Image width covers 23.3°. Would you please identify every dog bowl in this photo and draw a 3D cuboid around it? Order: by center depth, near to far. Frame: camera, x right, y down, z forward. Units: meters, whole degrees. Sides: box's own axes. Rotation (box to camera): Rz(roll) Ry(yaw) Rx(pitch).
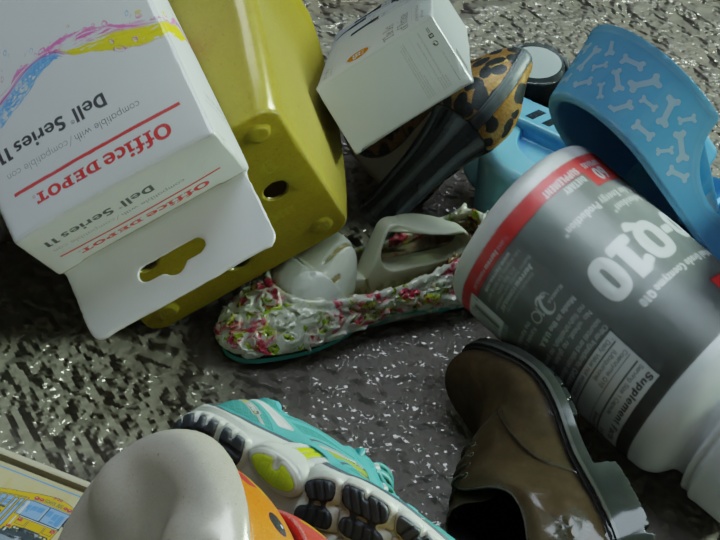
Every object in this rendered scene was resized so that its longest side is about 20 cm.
[{"bbox_3d":[0.180,-0.049,1.005,0.050,0.200,0.111,-42,21,-9],"label":"dog bowl"}]

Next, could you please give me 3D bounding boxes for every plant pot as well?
[{"bbox_3d":[-0.114,-0.090,1.008,0.199,0.200,0.177,-28,58,4],"label":"plant pot"}]

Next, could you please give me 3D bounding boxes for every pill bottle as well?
[{"bbox_3d":[0.157,0.035,0.957,0.200,0.114,0.113,43,42,19],"label":"pill bottle"}]

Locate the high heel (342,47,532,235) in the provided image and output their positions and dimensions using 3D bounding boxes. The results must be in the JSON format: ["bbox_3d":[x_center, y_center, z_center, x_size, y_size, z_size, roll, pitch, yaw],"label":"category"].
[{"bbox_3d":[0.057,-0.108,1.151,0.071,0.143,0.200,40,16,-16],"label":"high heel"}]

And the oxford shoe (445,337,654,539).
[{"bbox_3d":[0.076,0.101,0.908,0.084,0.073,0.200,-13,32,-12],"label":"oxford shoe"}]

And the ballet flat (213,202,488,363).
[{"bbox_3d":[0.000,0.000,1.050,0.198,0.065,0.076,-15,37,-33],"label":"ballet flat"}]

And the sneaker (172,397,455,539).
[{"bbox_3d":[-0.007,0.116,0.861,0.199,0.078,0.079,32,30,32],"label":"sneaker"}]

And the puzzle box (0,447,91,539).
[{"bbox_3d":[-0.171,0.139,0.821,0.198,0.026,0.133,18,33,14],"label":"puzzle box"}]

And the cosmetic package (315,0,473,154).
[{"bbox_3d":[0.022,-0.134,1.089,0.082,0.051,0.200,-33,12,10],"label":"cosmetic package"}]

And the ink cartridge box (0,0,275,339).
[{"bbox_3d":[-0.136,-0.081,0.882,0.116,0.067,0.201,-29,72,3],"label":"ink cartridge box"}]

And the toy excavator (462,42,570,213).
[{"bbox_3d":[0.126,-0.031,1.124,0.193,0.101,0.200,27,49,23],"label":"toy excavator"}]

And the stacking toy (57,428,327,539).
[{"bbox_3d":[-0.028,0.162,0.739,0.199,0.147,0.146,24,21,-33],"label":"stacking toy"}]
